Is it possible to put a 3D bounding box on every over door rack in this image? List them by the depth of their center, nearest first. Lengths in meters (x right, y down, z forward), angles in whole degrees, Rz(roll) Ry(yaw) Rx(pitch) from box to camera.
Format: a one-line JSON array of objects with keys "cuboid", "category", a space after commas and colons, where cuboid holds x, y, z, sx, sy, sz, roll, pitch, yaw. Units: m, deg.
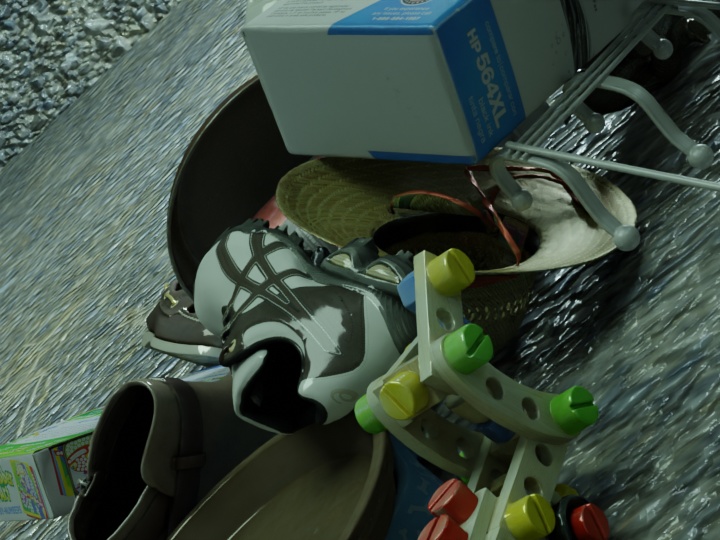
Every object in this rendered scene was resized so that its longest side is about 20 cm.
[{"cuboid": [0.178, -0.078, 0.946, 0.200, 0.067, 0.148, 3, 43, 52], "category": "over door rack"}]

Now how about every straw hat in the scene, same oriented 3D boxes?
[{"cuboid": [0.051, 0.002, 1.020, 0.201, 0.200, 0.086, -89, 4, -67], "category": "straw hat"}]

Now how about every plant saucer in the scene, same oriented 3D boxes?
[{"cuboid": [-0.053, 0.145, 0.881, 0.200, 0.029, 0.200, -42, 16, 15], "category": "plant saucer"}, {"cuboid": [-0.043, -0.056, 1.233, 0.200, 0.200, 0.032, -46, 48, -1], "category": "plant saucer"}]

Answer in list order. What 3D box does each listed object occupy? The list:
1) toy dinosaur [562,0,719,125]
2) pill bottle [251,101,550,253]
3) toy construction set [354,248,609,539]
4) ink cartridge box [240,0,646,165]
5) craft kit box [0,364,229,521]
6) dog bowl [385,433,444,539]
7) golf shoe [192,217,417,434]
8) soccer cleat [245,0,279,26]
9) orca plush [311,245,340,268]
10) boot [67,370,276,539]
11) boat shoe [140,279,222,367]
[{"cuboid": [0.164, -0.132, 1.141, 0.102, 0.077, 0.201, -44, 16, 52], "category": "toy dinosaur"}, {"cuboid": [0.027, -0.050, 1.181, 0.200, 0.111, 0.111, -45, 16, 4], "category": "pill bottle"}, {"cuboid": [0.032, 0.099, 0.770, 0.092, 0.131, 0.200, -26, 26, 51], "category": "toy construction set"}, {"cuboid": [0.057, -0.146, 1.056, 0.146, 0.085, 0.200, 6, 37, 44], "category": "ink cartridge box"}, {"cuboid": [-0.138, 0.102, 1.181, 0.197, 0.049, 0.200, -17, 0, -27], "category": "craft kit box"}, {"cuboid": [-0.005, 0.128, 0.939, 0.111, 0.050, 0.200, -46, 16, 2], "category": "dog bowl"}, {"cuboid": [-0.044, 0.030, 0.935, 0.094, 0.078, 0.200, -44, 22, -23], "category": "golf shoe"}, {"cuboid": [0.007, -0.144, 1.158, 0.069, 0.078, 0.199, -14, 1, 43], "category": "soccer cleat"}, {"cuboid": [0.000, 0.000, 1.096, 0.105, 0.201, 0.071, -5, -20, -33], "category": "orca plush"}, {"cuboid": [-0.082, 0.086, 1.024, 0.070, 0.146, 0.201, 9, 74, 30], "category": "boot"}, {"cuboid": [-0.113, 0.038, 1.375, 0.200, 0.071, 0.060, -179, 107, -75], "category": "boat shoe"}]
